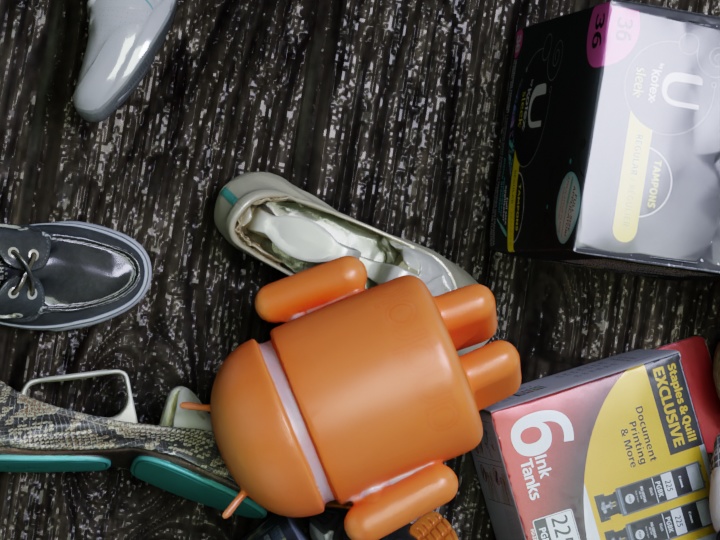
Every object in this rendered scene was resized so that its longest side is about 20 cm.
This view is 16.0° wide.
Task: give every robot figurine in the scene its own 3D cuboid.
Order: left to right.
[{"bbox_3d":[-0.005,0.075,1.541,0.200,0.117,0.144,-23,111,-2],"label":"robot figurine"}]

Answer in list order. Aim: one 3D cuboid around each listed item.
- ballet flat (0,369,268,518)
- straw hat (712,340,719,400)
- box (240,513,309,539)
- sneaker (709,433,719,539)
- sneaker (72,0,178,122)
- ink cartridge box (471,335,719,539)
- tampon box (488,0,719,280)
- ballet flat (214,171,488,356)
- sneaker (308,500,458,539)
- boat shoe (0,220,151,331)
[{"bbox_3d":[-0.144,0.099,1.583,0.199,0.068,0.076,11,72,-9],"label":"ballet flat"},{"bbox_3d":[0.275,0.064,1.647,0.201,0.201,0.085,42,121,-9],"label":"straw hat"},{"bbox_3d":[-0.009,0.230,1.537,0.051,0.200,0.158,-39,97,-3],"label":"box"},{"bbox_3d":[0.282,0.159,1.626,0.076,0.200,0.081,-23,61,24],"label":"sneaker"},{"bbox_3d":[-0.144,-0.187,1.581,0.080,0.070,0.201,22,78,-6],"label":"sneaker"},{"bbox_3d":[0.178,0.156,1.634,0.175,0.084,0.201,-17,94,-12],"label":"ink cartridge box"},{"bbox_3d":[0.170,-0.075,1.572,0.126,0.200,0.150,8,88,-11],"label":"tampon box"},{"bbox_3d":[0.000,0.000,1.607,0.200,0.069,0.070,25,85,-11],"label":"ballet flat"},{"bbox_3d":[0.046,0.212,1.589,0.076,0.200,0.092,-32,141,-43],"label":"sneaker"},{"bbox_3d":[-0.225,0.003,1.565,0.199,0.057,0.069,1,90,-11],"label":"boat shoe"}]
